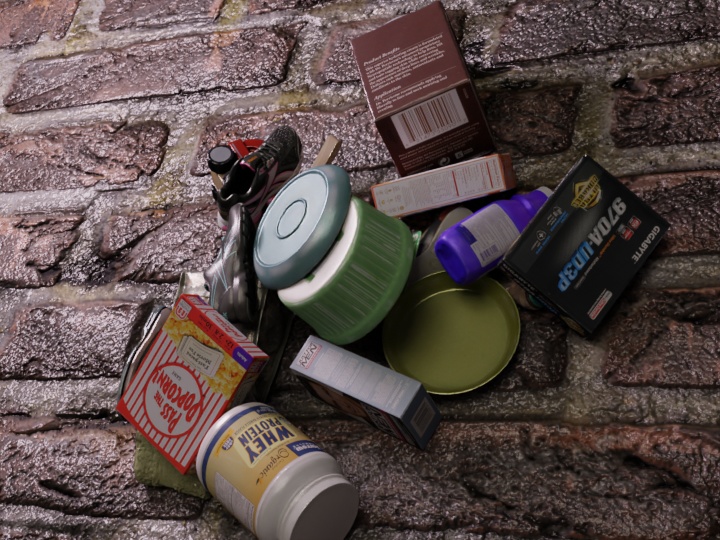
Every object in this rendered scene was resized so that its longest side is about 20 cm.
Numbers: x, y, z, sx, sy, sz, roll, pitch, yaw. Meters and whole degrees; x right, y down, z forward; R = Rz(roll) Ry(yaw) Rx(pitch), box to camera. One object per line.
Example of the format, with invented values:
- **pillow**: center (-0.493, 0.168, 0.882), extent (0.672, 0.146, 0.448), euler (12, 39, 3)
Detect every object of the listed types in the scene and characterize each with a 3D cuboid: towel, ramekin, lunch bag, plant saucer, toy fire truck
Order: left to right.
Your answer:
- **towel**: center (-0.258, 0.221, 1.686), extent (0.146, 0.036, 0.203), euler (8, 90, 27)
- **lunch bag**: center (-0.205, 0.108, 1.745), extent (0.162, 0.118, 0.203), euler (1, 63, 23)
- **toy fire truck**: center (-0.136, -0.160, 1.918), extent (0.198, 0.130, 0.177), euler (-22, 53, -18)
- **plant saucer**: center (-0.090, -0.068, 1.645), extent (0.199, 0.027, 0.202), euler (-34, 38, 32)
- **ramekin**: center (-0.028, -0.008, 1.624), extent (0.199, 0.097, 0.202), euler (-35, 38, 32)
- **plant saucer**: center (0.129, 0.091, 1.644), extent (0.197, 0.031, 0.202), euler (-8, 55, 11)

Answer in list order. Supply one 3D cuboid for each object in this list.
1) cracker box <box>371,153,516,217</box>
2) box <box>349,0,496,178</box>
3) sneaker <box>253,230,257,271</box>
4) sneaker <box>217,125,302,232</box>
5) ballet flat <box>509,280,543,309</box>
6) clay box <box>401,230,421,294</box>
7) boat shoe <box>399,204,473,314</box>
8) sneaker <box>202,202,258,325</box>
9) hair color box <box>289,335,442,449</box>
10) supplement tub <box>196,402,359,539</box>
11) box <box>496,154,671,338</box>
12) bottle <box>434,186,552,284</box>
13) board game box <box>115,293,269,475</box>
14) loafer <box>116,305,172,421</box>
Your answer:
- **cracker box**: center (0.128, -0.126, 1.745), extent (0.197, 0.134, 0.059), euler (-13, 92, 15)
- **box**: center (0.100, -0.281, 1.850), extent (0.164, 0.165, 0.202), euler (-22, 50, 10)
- **sneaker**: center (-0.120, -0.018, 1.792), extent (0.199, 0.076, 0.092), euler (-17, 49, 48)
- **sneaker**: center (-0.155, -0.153, 1.804), extent (0.079, 0.087, 0.201), euler (21, 63, 17)
- **ballet flat**: center (0.275, -0.032, 1.661), extent (0.201, 0.068, 0.067), euler (-50, 24, -17)
- **clay box**: center (0.000, 0.000, 1.720), extent (0.199, 0.047, 0.116), euler (-21, 44, 46)
- **boat shoe**: center (0.097, -0.013, 1.726), extent (0.201, 0.071, 0.063), euler (-53, 16, -1)
- **sneaker**: center (-0.193, -0.012, 1.699), extent (0.078, 0.076, 0.202), euler (-10, 55, 12)
- **hair color box**: center (0.007, 0.168, 1.612), extent (0.198, 0.099, 0.061), euler (21, 67, 35)
- **supplement tub**: center (-0.110, 0.283, 1.553), extent (0.199, 0.145, 0.145), euler (32, 73, 38)
- **box**: center (0.308, -0.034, 1.603), extent (0.159, 0.046, 0.201), euler (40, 75, 3)
- **bottle**: center (0.202, -0.057, 1.678), extent (0.199, 0.065, 0.084), euler (-32, 79, -26)
- **board game box**: center (-0.238, 0.159, 1.633), extent (0.151, 0.046, 0.202), euler (37, 103, 23)
- **loafer**: center (-0.318, 0.142, 1.803), extent (0.062, 0.072, 0.202), euler (4, 56, 19)
